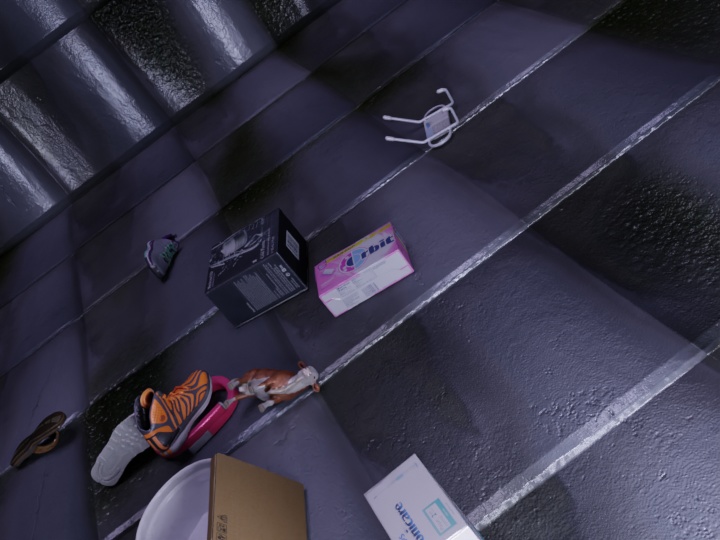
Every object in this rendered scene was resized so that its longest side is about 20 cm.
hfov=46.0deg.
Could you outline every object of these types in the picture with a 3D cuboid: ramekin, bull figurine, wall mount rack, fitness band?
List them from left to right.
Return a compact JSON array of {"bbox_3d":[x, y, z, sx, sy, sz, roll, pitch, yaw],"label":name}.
[{"bbox_3d":[-0.331,0.293,1.694,0.200,0.037,0.144,-45,31,-16],"label":"fitness band"},{"bbox_3d":[-0.254,0.418,1.377,0.200,0.105,0.200,-27,31,18],"label":"ramekin"},{"bbox_3d":[-0.169,0.217,1.588,0.121,0.065,0.200,-18,5,-42],"label":"bull figurine"},{"bbox_3d":[0.148,-0.363,2.063,0.174,0.075,0.200,-27,31,16],"label":"wall mount rack"}]

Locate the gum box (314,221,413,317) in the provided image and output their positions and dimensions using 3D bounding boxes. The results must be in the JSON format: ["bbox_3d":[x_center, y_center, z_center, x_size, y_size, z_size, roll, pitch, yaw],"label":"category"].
[{"bbox_3d":[0.000,0.000,1.726,0.200,0.066,0.114,-30,32,11],"label":"gum box"}]

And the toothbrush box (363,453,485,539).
[{"bbox_3d":[0.108,0.340,1.020,0.085,0.200,0.146,-39,30,-3],"label":"toothbrush box"}]

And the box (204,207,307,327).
[{"bbox_3d":[-0.233,-0.008,1.924,0.197,0.124,0.200,-30,31,15],"label":"box"}]

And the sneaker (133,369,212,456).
[{"bbox_3d":[-0.364,0.249,1.644,0.078,0.112,0.200,-19,33,31],"label":"sneaker"}]

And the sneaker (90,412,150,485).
[{"bbox_3d":[-0.468,0.340,1.709,0.200,0.076,0.081,-46,11,12],"label":"sneaker"}]

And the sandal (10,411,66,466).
[{"bbox_3d":[-0.735,0.396,1.959,0.200,0.055,0.082,-43,22,18],"label":"sandal"}]

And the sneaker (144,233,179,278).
[{"bbox_3d":[-0.546,-0.051,2.352,0.087,0.074,0.200,-30,30,1],"label":"sneaker"}]

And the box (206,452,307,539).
[{"bbox_3d":[-0.153,0.378,1.283,0.021,0.163,0.200,-54,24,24],"label":"box"}]
